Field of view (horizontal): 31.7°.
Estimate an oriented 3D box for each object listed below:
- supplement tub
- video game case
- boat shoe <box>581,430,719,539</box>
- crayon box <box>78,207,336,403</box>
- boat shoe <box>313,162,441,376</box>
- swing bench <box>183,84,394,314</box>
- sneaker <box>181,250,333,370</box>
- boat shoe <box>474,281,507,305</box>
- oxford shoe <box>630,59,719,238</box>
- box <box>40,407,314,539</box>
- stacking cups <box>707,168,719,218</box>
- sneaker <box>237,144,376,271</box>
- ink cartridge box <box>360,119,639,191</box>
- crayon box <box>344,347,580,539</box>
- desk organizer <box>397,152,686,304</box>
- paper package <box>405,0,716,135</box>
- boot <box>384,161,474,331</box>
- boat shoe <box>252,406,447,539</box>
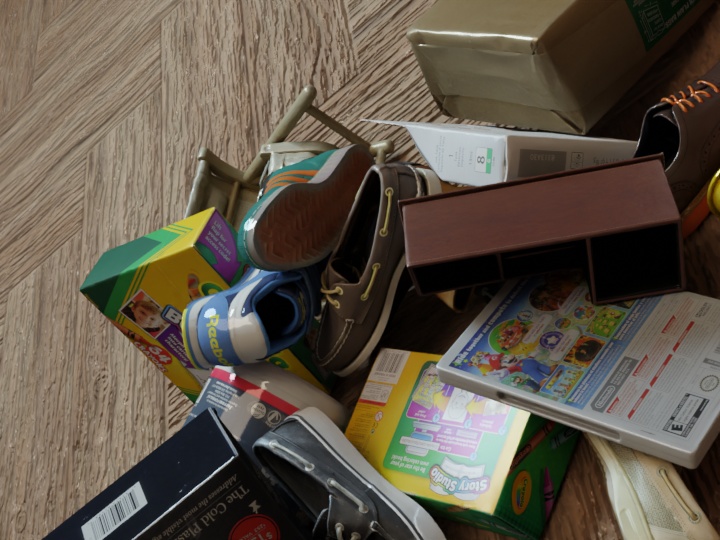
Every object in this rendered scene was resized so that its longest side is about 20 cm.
[{"bbox_3d":[-0.104,0.185,1.099,0.140,0.140,0.201,14,72,53],"label":"supplement tub"},{"bbox_3d":[0.172,0.055,0.889,0.199,0.018,0.143,17,47,35],"label":"video game case"},{"bbox_3d":[0.195,0.122,0.868,0.065,0.072,0.201,-27,41,15],"label":"boat shoe"},{"bbox_3d":[-0.139,0.049,1.199,0.172,0.200,0.059,-17,35,42],"label":"crayon box"},{"bbox_3d":[0.000,0.000,1.062,0.201,0.059,0.072,-63,35,25],"label":"boat shoe"},{"bbox_3d":[-0.087,-0.047,1.292,0.199,0.129,0.201,-24,45,44],"label":"swing bench"},{"bbox_3d":[-0.066,0.026,1.084,0.082,0.075,0.200,-7,22,34],"label":"sneaker"},{"bbox_3d":[0.138,0.025,1.031,0.200,0.072,0.063,53,130,54],"label":"boat shoe"},{"bbox_3d":[0.267,-0.118,0.976,0.201,0.072,0.071,-57,34,-5],"label":"oxford shoe"},{"bbox_3d":[-0.129,0.245,0.959,0.199,0.183,0.104,-38,24,-6],"label":"box"},{"bbox_3d":[0.303,-0.004,0.848,0.060,0.060,0.201,-43,36,16],"label":"stacking cups"},{"bbox_3d":[-0.059,-0.049,1.097,0.079,0.072,0.200,-12,17,33],"label":"sneaker"},{"bbox_3d":[0.116,-0.096,1.061,0.199,0.160,0.051,13,102,54],"label":"ink cartridge box"},{"bbox_3d":[0.074,0.133,1.005,0.199,0.058,0.120,3,64,51],"label":"crayon box"},{"bbox_3d":[0.132,-0.018,0.925,0.198,0.072,0.077,-10,38,7],"label":"desk organizer"},{"bbox_3d":[0.174,-0.222,1.104,0.200,0.104,0.190,-44,32,-19],"label":"paper package"},{"bbox_3d":[0.052,0.006,1.092,0.190,0.068,0.200,-63,26,2],"label":"boot"},{"bbox_3d":[-0.006,0.190,0.975,0.200,0.067,0.072,45,141,23],"label":"boat shoe"}]
